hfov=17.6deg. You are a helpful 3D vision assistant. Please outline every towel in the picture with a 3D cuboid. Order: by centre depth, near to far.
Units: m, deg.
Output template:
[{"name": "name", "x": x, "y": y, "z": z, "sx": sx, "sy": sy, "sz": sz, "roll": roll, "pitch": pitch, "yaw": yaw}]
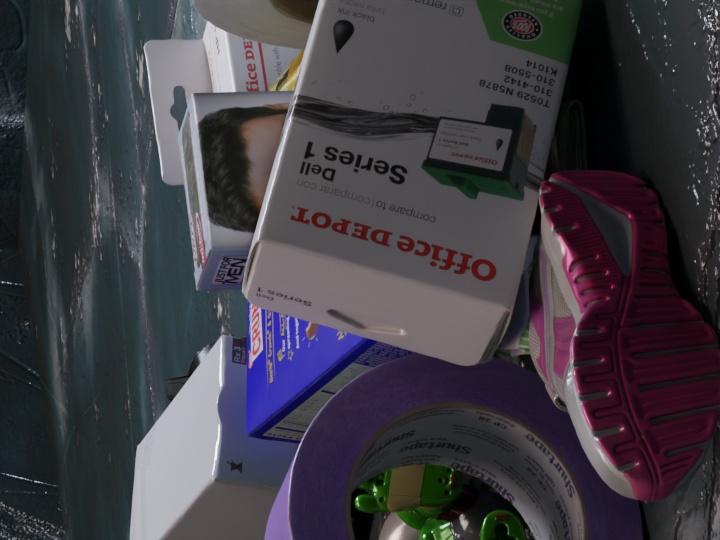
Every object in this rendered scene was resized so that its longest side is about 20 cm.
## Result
[{"name": "towel", "x": 0.098, "y": -0.020, "z": 1.408, "sx": 0.200, "sy": 0.023, "sz": 0.153, "roll": 180, "pitch": 88, "yaw": -76}]

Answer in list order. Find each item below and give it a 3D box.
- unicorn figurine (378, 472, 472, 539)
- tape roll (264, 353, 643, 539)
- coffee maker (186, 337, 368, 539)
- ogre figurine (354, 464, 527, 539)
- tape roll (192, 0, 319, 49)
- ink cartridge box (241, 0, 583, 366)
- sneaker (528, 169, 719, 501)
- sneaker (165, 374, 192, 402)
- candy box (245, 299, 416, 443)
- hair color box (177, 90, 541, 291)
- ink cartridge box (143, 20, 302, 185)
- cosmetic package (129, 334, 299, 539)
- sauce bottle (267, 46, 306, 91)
[{"name": "unicorn figurine", "x": 0.026, "y": 0.184, "z": 1.576, "sx": 0.074, "sy": 0.137, "sz": 0.200, "roll": -96, "pitch": 27, "yaw": -47}, {"name": "tape roll", "x": 0.050, "y": 0.152, "z": 1.285, "sx": 0.085, "sy": 0.199, "sz": 0.201, "roll": 112, "pitch": 151, "yaw": -59}, {"name": "coffee maker", "x": -0.064, "y": 0.152, "z": 1.920, "sx": 0.192, "sy": 0.134, "sz": 0.200, "roll": -49, "pitch": 41, "yaw": 31}, {"name": "ogre figurine", "x": 0.065, "y": 0.165, "z": 1.405, "sx": 0.098, "sy": 0.200, "sz": 0.120, "roll": -56, "pitch": -19, "yaw": -12}, {"name": "tape roll", "x": -0.002, "y": -0.196, "z": 1.388, "sx": 0.202, "sy": 0.202, "sz": 0.071, "roll": 135, "pitch": 136, "yaw": -71}, {"name": "ink cartridge box", "x": 0.029, "y": -0.067, "z": 1.273, "sx": 0.084, "sy": 0.145, "sz": 0.201, "roll": 110, "pitch": 175, "yaw": -66}, {"name": "sneaker", "x": 0.133, "y": 0.044, "z": 1.196, "sx": 0.088, "sy": 0.081, "sz": 0.201, "roll": 100, "pitch": 168, "yaw": -46}, {"name": "sneaker", "x": -0.096, "y": 0.126, "z": 1.794, "sx": 0.200, "sy": 0.060, "sz": 0.105, "roll": -15, "pitch": 87, "yaw": 67}, {"name": "candy box", "x": 0.000, "y": 0.000, "z": 1.480, "sx": 0.200, "sy": 0.077, "sz": 0.170, "roll": -40, "pitch": 44, "yaw": 50}, {"name": "hair color box", "x": 0.000, "y": -0.049, "z": 1.343, "sx": 0.061, "sy": 0.199, "sz": 0.099, "roll": 117, "pitch": 147, "yaw": -63}, {"name": "ink cartridge box", "x": -0.036, "y": -0.124, "z": 1.546, "sx": 0.068, "sy": 0.199, "sz": 0.116, "roll": 116, "pitch": 147, "yaw": -62}, {"name": "cosmetic package", "x": -0.096, "y": 0.139, "z": 1.625, "sx": 0.200, "sy": 0.081, "sz": 0.113, "roll": 133, "pitch": 144, "yaw": -55}, {"name": "sauce bottle", "x": -0.037, "y": -0.087, "z": 1.433, "sx": 0.200, "sy": 0.065, "sz": 0.065, "roll": -44, "pitch": 47, "yaw": 42}]
